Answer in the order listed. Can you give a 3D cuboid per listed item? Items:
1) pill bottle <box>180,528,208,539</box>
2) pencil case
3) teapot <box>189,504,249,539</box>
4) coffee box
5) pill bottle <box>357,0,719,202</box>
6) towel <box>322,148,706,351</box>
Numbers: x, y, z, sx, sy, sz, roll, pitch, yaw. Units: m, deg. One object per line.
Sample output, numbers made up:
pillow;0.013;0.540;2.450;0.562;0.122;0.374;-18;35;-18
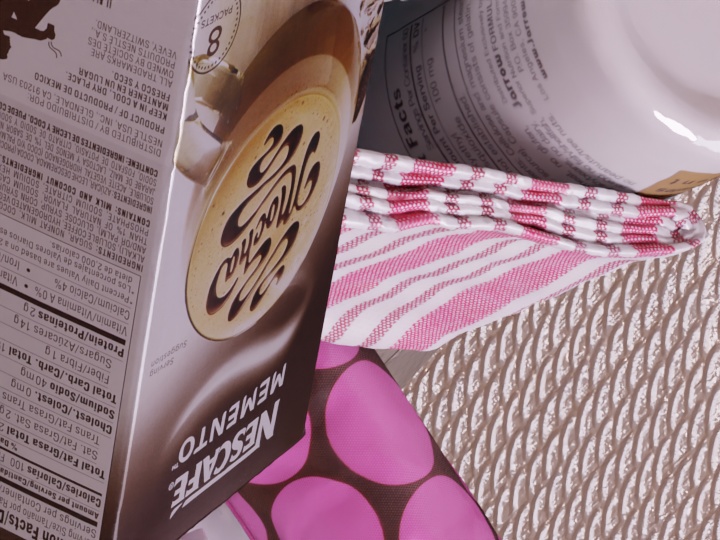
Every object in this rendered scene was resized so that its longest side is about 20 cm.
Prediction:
pill bottle;-0.132;0.165;1.007;0.199;0.113;0.112;-23;171;-6
pencil case;-0.024;0.068;1.081;0.093;0.201;0.091;-34;178;1
teapot;-0.107;0.166;1.168;0.200;0.146;0.197;-53;159;14
coffee box;-0.058;-0.029;0.779;0.113;0.079;0.201;-38;146;-53
pill bottle;0.061;-0.065;1.026;0.114;0.115;0.200;-41;-171;-38
towel;0.000;0.000;0.964;0.199;0.030;0.146;7;161;-40
